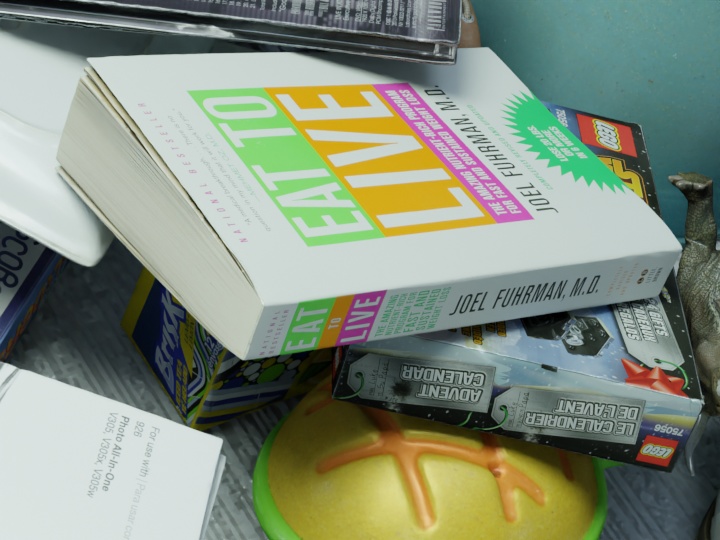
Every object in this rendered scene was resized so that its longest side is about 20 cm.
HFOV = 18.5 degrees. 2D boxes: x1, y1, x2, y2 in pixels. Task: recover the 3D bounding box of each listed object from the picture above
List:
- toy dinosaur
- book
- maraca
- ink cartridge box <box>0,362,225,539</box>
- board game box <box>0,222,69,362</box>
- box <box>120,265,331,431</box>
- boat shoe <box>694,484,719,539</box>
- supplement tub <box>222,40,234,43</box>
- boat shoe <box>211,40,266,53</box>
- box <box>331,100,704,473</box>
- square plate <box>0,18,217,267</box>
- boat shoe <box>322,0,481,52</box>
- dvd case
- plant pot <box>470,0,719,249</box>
[{"bbox_3d":[0.173,0.011,0.945,0.077,0.103,0.200,15,19,30],"label":"toy dinosaur"},{"bbox_3d":[0.006,-0.027,0.821,0.199,0.048,0.134,-8,43,-39],"label":"book"},{"bbox_3d":[0.040,0.078,0.891,0.137,0.108,0.200,29,35,20],"label":"maraca"},{"bbox_3d":[-0.163,0.096,0.752,0.199,0.146,0.084,19,46,-8],"label":"ink cartridge box"},{"bbox_3d":[-0.203,0.004,0.888,0.135,0.035,0.201,28,47,0],"label":"board game box"},{"bbox_3d":[0.000,0.000,0.963,0.199,0.070,0.064,-17,60,-35],"label":"box"},{"bbox_3d":[0.210,0.066,1.004,0.074,0.069,0.200,25,44,3],"label":"boat shoe"},{"bbox_3d":[-0.098,-0.221,1.054,0.144,0.146,0.201,1,52,-24],"label":"supplement tub"},{"bbox_3d":[-0.084,-0.072,0.996,0.199,0.071,0.064,16,79,-23],"label":"boat shoe"},{"bbox_3d":[0.057,-0.008,0.890,0.136,0.040,0.201,13,34,-9],"label":"box"},{"bbox_3d":[-0.159,-0.108,0.875,0.197,0.029,0.200,30,34,-8],"label":"square plate"},{"bbox_3d":[0.013,-0.147,1.081,0.071,0.076,0.201,6,40,-17],"label":"boat shoe"},{"bbox_3d":[-0.057,-0.143,0.890,0.198,0.016,0.149,7,44,-2],"label":"dvd case"},{"bbox_3d":[0.152,-0.147,1.078,0.199,0.188,0.201,13,47,-15],"label":"plant pot"}]
